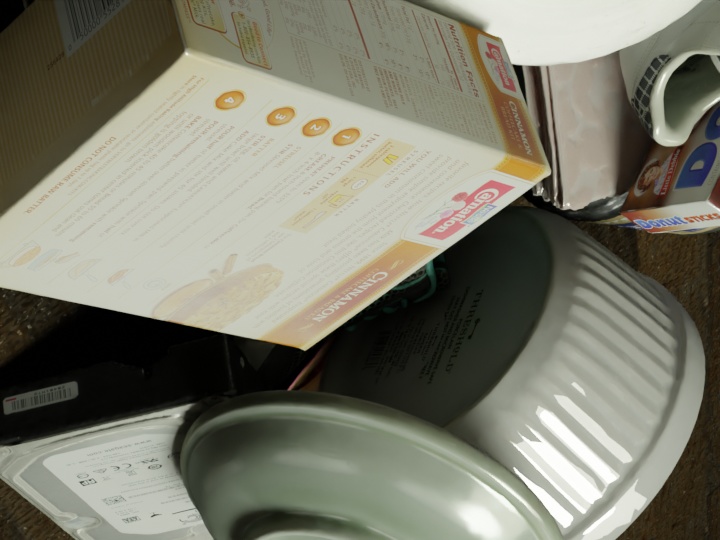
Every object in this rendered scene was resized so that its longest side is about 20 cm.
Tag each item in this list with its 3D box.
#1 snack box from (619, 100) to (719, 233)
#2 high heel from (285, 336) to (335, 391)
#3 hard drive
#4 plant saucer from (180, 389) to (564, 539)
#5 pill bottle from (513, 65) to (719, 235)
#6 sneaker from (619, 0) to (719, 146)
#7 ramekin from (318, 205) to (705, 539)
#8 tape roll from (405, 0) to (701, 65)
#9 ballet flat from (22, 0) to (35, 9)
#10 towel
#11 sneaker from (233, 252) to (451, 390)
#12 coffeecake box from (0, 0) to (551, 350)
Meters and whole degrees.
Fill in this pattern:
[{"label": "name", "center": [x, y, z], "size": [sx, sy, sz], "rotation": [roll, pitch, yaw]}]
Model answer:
[{"label": "snack box", "center": [0.191, -0.109, 1.001], "size": [0.024, 0.072, 0.200], "rotation": [33, 73, -22]}, {"label": "high heel", "center": [-0.019, 0.069, 1.201], "size": [0.200, 0.067, 0.096], "rotation": [-40, 152, -1]}, {"label": "hard drive", "center": [-0.106, 0.100, 1.105], "size": [0.139, 0.038, 0.200], "rotation": [-13, 155, 7]}, {"label": "plant saucer", "center": [-0.001, 0.136, 1.018], "size": [0.200, 0.200, 0.050], "rotation": [95, 13, -54]}, {"label": "pill bottle", "center": [0.142, -0.080, 1.137], "size": [0.200, 0.112, 0.112], "rotation": [4, 130, -55]}, {"label": "sneaker", "center": [0.199, -0.130, 0.922], "size": [0.076, 0.081, 0.200], "rotation": [26, 134, -33]}, {"label": "ramekin", "center": [0.070, 0.060, 1.095], "size": [0.200, 0.200, 0.105], "rotation": [-44, 120, 7]}, {"label": "tape roll", "center": [0.084, -0.189, 0.868], "size": [0.202, 0.071, 0.203], "rotation": [-14, 130, -17]}, {"label": "ballet flat", "center": [-0.099, -0.106, 0.853], "size": [0.072, 0.072, 0.200], "rotation": [-38, 151, -6]}, {"label": "towel", "center": [0.147, -0.142, 1.029], "size": [0.200, 0.032, 0.191], "rotation": [-18, 107, -39]}, {"label": "sneaker", "center": [0.000, 0.000, 1.075], "size": [0.091, 0.078, 0.200], "rotation": [24, 124, -14]}, {"label": "coffeecake box", "center": [-0.050, -0.048, 0.825], "size": [0.200, 0.073, 0.153], "rotation": [14, 139, -45]}]
